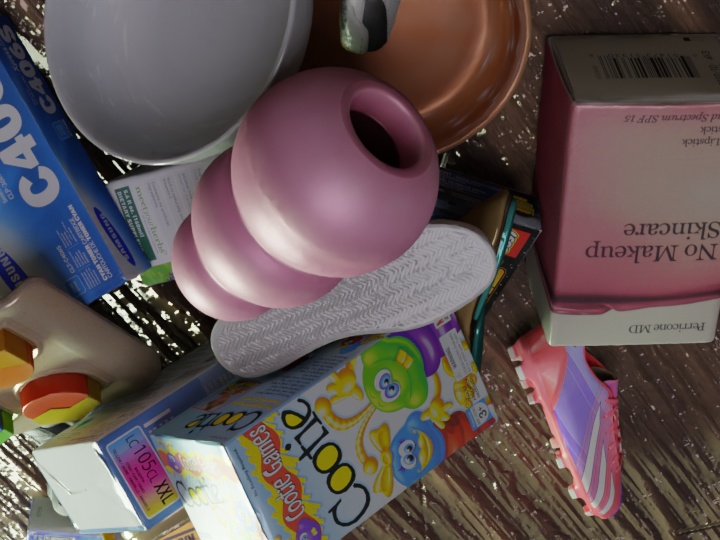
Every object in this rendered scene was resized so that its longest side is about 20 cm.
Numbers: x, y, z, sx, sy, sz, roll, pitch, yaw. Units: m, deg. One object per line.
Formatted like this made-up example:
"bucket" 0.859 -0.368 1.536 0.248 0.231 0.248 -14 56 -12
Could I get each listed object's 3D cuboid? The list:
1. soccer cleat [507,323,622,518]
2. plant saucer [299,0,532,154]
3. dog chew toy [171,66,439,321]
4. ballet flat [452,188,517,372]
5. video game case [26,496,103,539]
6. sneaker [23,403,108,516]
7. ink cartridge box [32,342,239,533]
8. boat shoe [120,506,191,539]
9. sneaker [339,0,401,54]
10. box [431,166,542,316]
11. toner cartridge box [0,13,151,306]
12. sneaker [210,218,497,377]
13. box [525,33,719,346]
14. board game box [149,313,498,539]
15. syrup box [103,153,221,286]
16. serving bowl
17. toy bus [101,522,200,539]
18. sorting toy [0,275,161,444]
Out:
"soccer cleat" 0.185 0.121 1.249 0.076 0.067 0.200 -24 119 7
"plant saucer" 0.016 -0.166 1.061 0.200 0.037 0.201 -2 123 -3
"dog chew toy" -0.044 -0.034 0.933 0.124 0.125 0.200 32 134 -22
"ballet flat" 0.064 0.020 1.094 0.063 0.069 0.200 14 134 7
"video game case" -0.201 0.292 1.349 0.181 0.045 0.200 5 123 -8
"sneaker" -0.247 0.130 1.218 0.200 0.076 0.114 17 119 -17
"ink cartridge box" -0.122 0.108 1.136 0.136 0.200 0.076 -16 106 58
"boat shoe" -0.089 0.166 1.191 0.200 0.072 0.065 -30 94 -9
"sneaker" 0.044 -0.226 0.957 0.087 0.076 0.201 16 95 -7
"box" 0.030 0.006 1.153 0.137 0.040 0.200 17 133 -14
"toner cartridge box" -0.236 -0.064 1.056 0.095 0.043 0.200 -28 95 22
"sneaker" 0.000 0.000 1.050 0.200 0.116 0.074 -19 106 16
"box" 0.194 -0.057 1.101 0.127 0.109 0.200 -2 123 -3
"board game box" -0.022 0.107 1.057 0.200 0.105 0.103 -32 107 -31
"syrup box" -0.066 -0.056 1.051 0.200 0.081 0.079 -12 105 33
"serving bowl" -0.107 -0.164 0.991 0.200 0.200 0.066 -44 157 23
"toy bus" -0.103 0.201 1.257 0.200 0.065 0.078 -22 93 -5
"sorting toy" -0.261 0.084 1.069 0.200 0.037 0.185 -24 152 13
